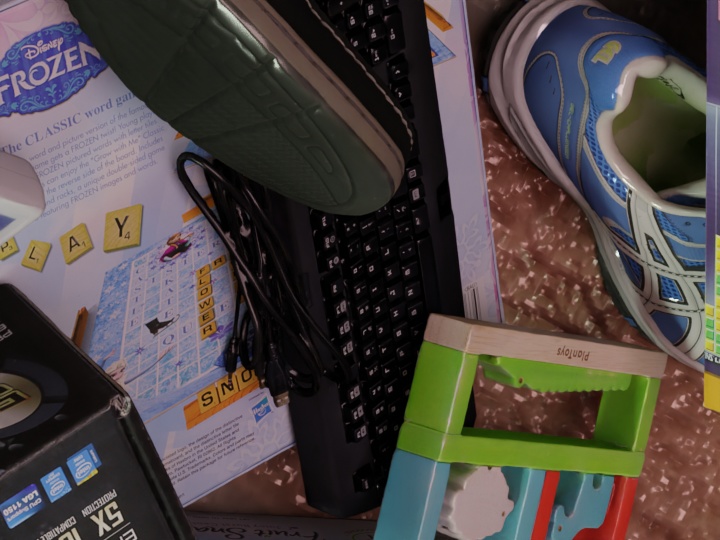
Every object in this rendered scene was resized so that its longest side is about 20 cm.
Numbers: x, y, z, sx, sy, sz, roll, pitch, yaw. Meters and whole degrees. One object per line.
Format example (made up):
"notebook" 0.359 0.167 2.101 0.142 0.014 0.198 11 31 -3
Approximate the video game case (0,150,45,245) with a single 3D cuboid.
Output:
"video game case" -0.218 0.006 0.743 0.200 0.023 0.182 -34 150 24

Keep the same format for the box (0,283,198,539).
"box" -0.141 0.130 0.790 0.200 0.086 0.164 -32 127 -17

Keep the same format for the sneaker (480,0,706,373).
"sneaker" 0.123 -0.018 0.973 0.200 0.077 0.076 44 82 -27

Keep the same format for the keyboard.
"keyboard" 0.000 0.000 0.871 0.104 0.040 0.200 -30 126 -30

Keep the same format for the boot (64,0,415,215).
"boot" -0.032 -0.131 0.782 0.204 0.073 0.154 44 60 -15

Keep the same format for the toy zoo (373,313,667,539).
"toy zoo" 0.046 0.119 0.941 0.131 0.020 0.200 9 95 -52

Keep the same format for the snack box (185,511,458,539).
"snack box" -0.057 0.159 0.953 0.200 0.053 0.142 6 99 -23

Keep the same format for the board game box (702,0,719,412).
"board game box" 0.196 -0.054 0.945 0.200 0.057 0.165 -29 124 -43

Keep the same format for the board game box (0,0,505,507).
"board game box" -0.048 -0.030 0.872 0.200 0.041 0.200 -28 126 -30
